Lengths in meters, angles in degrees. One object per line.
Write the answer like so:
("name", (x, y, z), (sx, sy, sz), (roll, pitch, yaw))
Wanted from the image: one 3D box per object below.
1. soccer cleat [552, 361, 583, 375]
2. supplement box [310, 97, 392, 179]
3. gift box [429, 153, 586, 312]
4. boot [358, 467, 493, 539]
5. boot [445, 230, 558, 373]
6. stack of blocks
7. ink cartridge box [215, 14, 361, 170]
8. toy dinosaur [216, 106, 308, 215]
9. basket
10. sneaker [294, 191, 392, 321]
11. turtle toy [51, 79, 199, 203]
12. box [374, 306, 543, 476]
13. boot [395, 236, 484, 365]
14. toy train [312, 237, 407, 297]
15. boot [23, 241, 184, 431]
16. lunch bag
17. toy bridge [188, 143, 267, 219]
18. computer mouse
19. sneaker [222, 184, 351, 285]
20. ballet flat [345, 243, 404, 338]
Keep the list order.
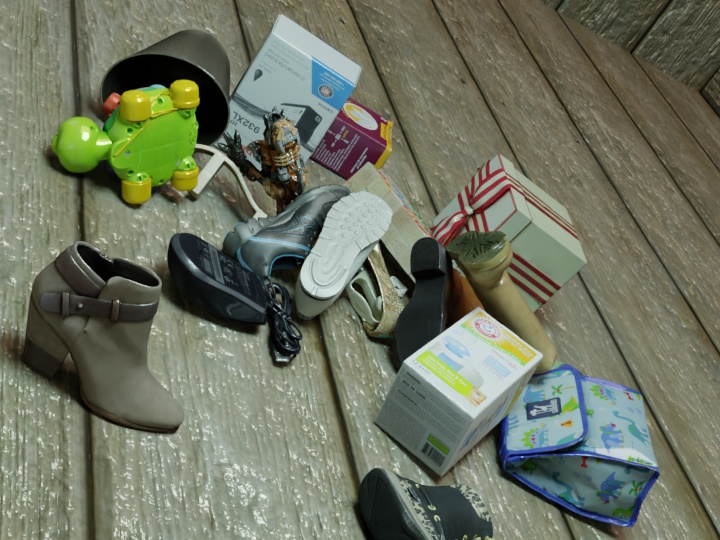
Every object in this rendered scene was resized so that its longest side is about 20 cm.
("soccer cleat", (0.234, 0.151, 1.727), (0.198, 0.066, 0.083), (14, 4, -31))
("supplement box", (-0.051, -0.233, 1.948), (0.198, 0.086, 0.111), (29, 28, -14))
("gift box", (0.215, -0.055, 1.892), (0.186, 0.185, 0.201), (33, 22, -27))
("boot", (0.095, 0.302, 1.286), (0.152, 0.074, 0.205), (14, 35, -43))
("boot", (0.199, 0.045, 1.568), (0.201, 0.066, 0.175), (57, -2, -12))
("stack of blocks", (0.064, -0.058, 1.795), (0.201, 0.058, 0.115), (53, 9, 16))
("ink cartridge box", (-0.112, -0.243, 1.763), (0.144, 0.201, 0.084), (30, 29, -11))
("toy dinosaur", (-0.117, -0.137, 1.620), (0.101, 0.202, 0.136), (-15, 51, -37))
("basket", (-0.253, -0.262, 1.701), (0.178, 0.138, 0.201), (14, 24, -1))
("sneaker", (-0.027, -0.022, 1.562), (0.076, 0.081, 0.200), (32, 54, 9))
("turtle toy", (-0.288, -0.167, 1.518), (0.198, 0.148, 0.101), (-19, 35, -40))
("box", (0.124, 0.145, 1.493), (0.112, 0.102, 0.199), (37, 34, 18))
("boot", (0.114, 0.076, 1.653), (0.200, 0.068, 0.191), (44, 41, -56))
("toy train", (-0.009, -0.046, 1.733), (0.200, 0.056, 0.149), (47, 29, 21))
("boot", (-0.233, 0.064, 1.182), (0.198, 0.147, 0.071), (27, 26, -20))
("lunch bag", (0.278, 0.221, 1.591), (0.197, 0.129, 0.171), (14, 30, -3))
("toy bridge", (-0.205, -0.128, 1.614), (0.199, 0.068, 0.027), (37, -15, 0))
("computer mouse", (-0.160, 0.030, 1.442), (0.199, 0.053, 0.139), (36, 22, -30))
("sneaker", (-0.084, -0.045, 1.583), (0.199, 0.073, 0.082), (-30, 74, -27))
("ballet flat", (0.000, 0.000, 1.618), (0.065, 0.070, 0.202), (-13, 70, -45))
